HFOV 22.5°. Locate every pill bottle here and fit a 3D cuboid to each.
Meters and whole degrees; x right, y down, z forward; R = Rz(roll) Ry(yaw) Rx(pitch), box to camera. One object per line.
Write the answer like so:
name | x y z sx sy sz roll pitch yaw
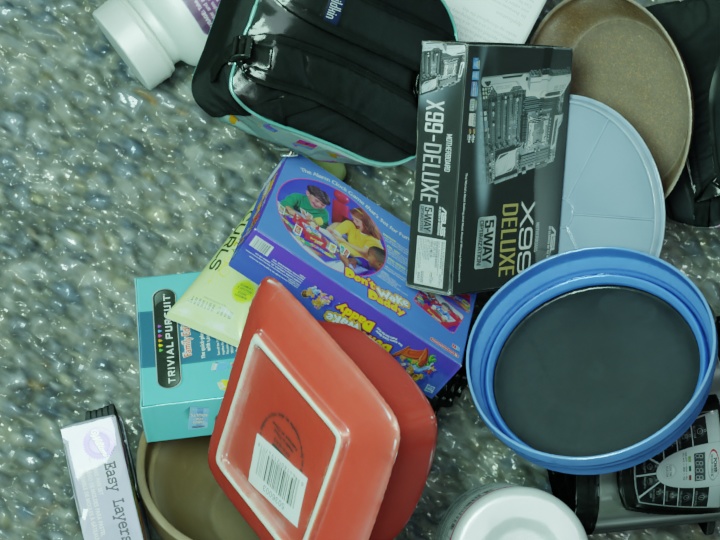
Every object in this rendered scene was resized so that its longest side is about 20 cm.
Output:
pill bottle | -0.129 -0.249 1.562 0.200 0.112 0.113 -38 88 -6
pill bottle | 0.120 0.233 1.490 0.112 0.200 0.114 0 85 -2

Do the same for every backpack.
backpack | 0.320 -0.136 1.555 0.126 0.166 0.202 -5 88 -39
backpack | -0.026 -0.176 1.473 0.199 0.153 0.177 20 82 -23

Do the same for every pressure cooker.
pressure cooker | 0.259 0.126 1.521 0.198 0.176 0.180 -5 66 -5

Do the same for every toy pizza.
toy pizza | 0.180 -0.050 1.553 0.199 0.032 0.202 5 97 40

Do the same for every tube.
tube | -0.082 -0.023 1.544 0.052 0.058 0.201 42 64 -17

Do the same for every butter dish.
butter dish | -0.007 0.128 1.402 0.147 0.200 0.200 -7 129 -38

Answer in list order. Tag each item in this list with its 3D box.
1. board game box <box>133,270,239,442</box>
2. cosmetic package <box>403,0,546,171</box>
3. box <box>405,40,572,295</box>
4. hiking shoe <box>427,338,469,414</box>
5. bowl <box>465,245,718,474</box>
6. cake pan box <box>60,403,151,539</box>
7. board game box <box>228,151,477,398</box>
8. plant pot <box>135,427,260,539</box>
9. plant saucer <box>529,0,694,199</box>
board game box | -0.088 0.063 1.529 0.198 0.047 0.152 -6 45 -3
cosmetic package | 0.082 -0.186 1.588 0.101 0.071 0.201 28 84 1
box | 0.108 -0.086 1.487 0.050 0.157 0.202 10 100 38
hiking shoe | 0.022 0.131 1.570 0.086 0.074 0.201 29 90 28
bowl | 0.184 0.072 1.432 0.199 0.039 0.202 -10 51 13
cake pan box | -0.200 0.212 1.484 0.052 0.184 0.202 -13 85 -8
board game box | 0.000 0.000 1.483 0.199 0.135 0.045 34 123 -9
plant pot | -0.085 0.180 1.518 0.199 0.093 0.202 -1 49 2
plant saucer | 0.217 -0.140 1.553 0.036 0.200 0.202 -12 85 -39
